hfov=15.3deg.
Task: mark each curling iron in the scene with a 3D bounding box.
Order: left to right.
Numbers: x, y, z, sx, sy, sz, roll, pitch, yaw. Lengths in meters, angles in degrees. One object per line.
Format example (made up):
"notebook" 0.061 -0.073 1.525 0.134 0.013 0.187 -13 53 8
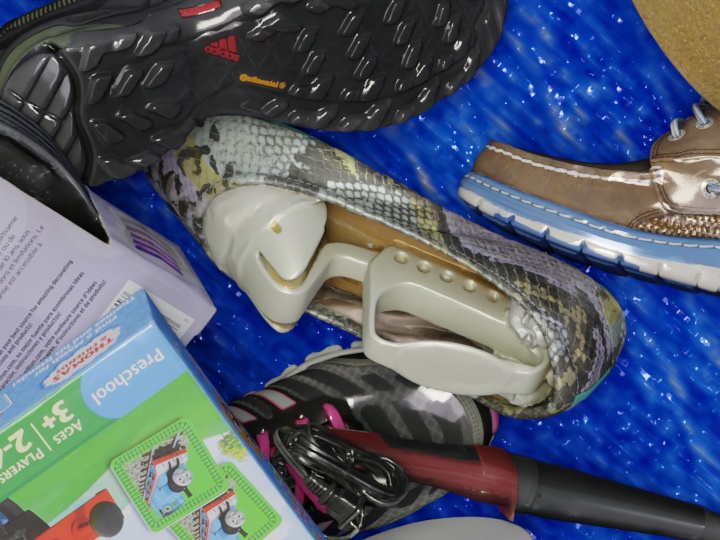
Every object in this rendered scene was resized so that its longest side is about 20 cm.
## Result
"curling iron" 0.053 0.087 1.005 0.199 0.050 0.026 11 134 -30

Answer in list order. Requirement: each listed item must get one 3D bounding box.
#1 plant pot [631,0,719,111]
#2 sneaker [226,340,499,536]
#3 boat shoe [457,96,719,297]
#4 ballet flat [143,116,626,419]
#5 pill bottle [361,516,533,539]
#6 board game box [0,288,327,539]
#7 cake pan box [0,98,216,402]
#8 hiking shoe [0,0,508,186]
"plant pot" 0.187 -0.142 0.902 0.200 0.187 0.187 -34 100 28
"sneaker" -0.043 0.083 1.023 0.198 0.088 0.074 -13 104 7
"boat shoe" 0.137 -0.026 0.988 0.198 0.072 0.073 15 89 6
"ballet flat" 0.000 0.000 0.991 0.199 0.072 0.072 24 107 6
"pill bottle" 0.043 0.204 1.036 0.112 0.113 0.202 -9 105 9
"board game box" -0.078 0.129 0.921 0.151 0.037 0.200 -35 113 1
"cake pan box" -0.174 0.030 0.902 0.184 0.052 0.200 31 103 -34
"hiking shoe" -0.046 -0.094 0.977 0.199 0.101 0.076 -13 122 -20
